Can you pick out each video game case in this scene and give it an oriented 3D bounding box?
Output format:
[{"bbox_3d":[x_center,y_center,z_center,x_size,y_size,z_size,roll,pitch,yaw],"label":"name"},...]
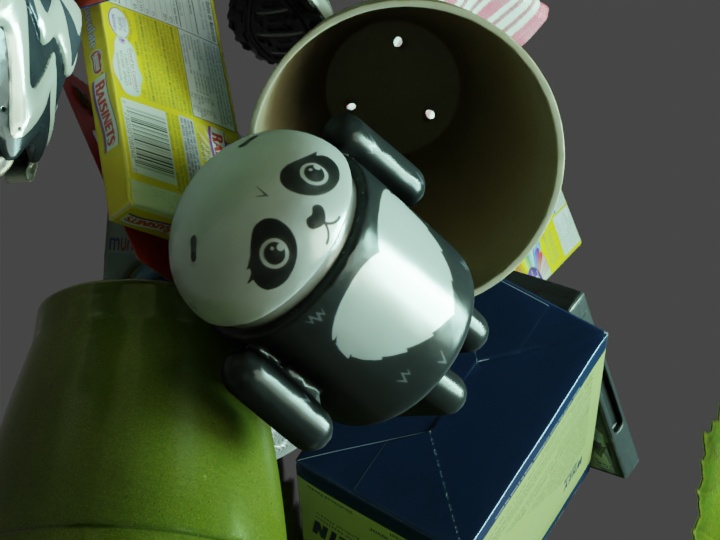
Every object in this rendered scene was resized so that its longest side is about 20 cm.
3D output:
[{"bbox_3d":[0.101,0.062,1.673,0.026,0.199,0.181,-49,136,-28],"label":"video game case"}]

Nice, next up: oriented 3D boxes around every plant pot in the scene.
[{"bbox_3d":[-0.129,0.115,1.280,0.200,0.199,0.194,38,49,-57],"label":"plant pot"},{"bbox_3d":[0.024,-0.095,1.404,0.200,0.186,0.189,-96,179,-72],"label":"plant pot"}]

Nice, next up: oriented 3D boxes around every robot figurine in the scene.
[{"bbox_3d":[-0.015,0.008,1.249,0.200,0.125,0.151,40,21,-34],"label":"robot figurine"}]

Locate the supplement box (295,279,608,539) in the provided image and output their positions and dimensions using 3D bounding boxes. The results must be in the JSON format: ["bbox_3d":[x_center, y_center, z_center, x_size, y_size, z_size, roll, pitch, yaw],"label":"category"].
[{"bbox_3d":[0.064,0.137,1.579,0.200,0.134,0.200,-53,160,-26],"label":"supplement box"}]

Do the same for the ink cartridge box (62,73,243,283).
[{"bbox_3d":[-0.093,-0.041,1.362,0.163,0.057,0.200,63,9,31],"label":"ink cartridge box"}]

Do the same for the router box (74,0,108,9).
[{"bbox_3d":[-0.109,-0.266,1.309,0.199,0.049,0.181,-28,104,-43],"label":"router box"}]

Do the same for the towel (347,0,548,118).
[{"bbox_3d":[0.056,-0.165,1.658,0.147,0.030,0.200,-54,152,10],"label":"towel"}]

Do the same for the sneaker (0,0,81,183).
[{"bbox_3d":[-0.216,-0.108,1.179,0.199,0.079,0.131,47,43,-66],"label":"sneaker"}]

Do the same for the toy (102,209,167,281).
[{"bbox_3d":[-0.118,0.058,1.417,0.115,0.047,0.202,3,92,-66],"label":"toy"}]

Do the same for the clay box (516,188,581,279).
[{"bbox_3d":[0.109,-0.038,1.786,0.200,0.047,0.116,-38,108,-60],"label":"clay box"}]

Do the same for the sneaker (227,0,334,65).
[{"bbox_3d":[-0.059,-0.212,1.475,0.201,0.073,0.080,64,35,-42],"label":"sneaker"}]

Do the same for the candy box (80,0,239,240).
[{"bbox_3d":[-0.117,-0.108,1.313,0.102,0.026,0.201,21,49,-46],"label":"candy box"}]

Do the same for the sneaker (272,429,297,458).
[{"bbox_3d":[-0.051,0.034,1.494,0.201,0.112,0.078,-54,132,-12],"label":"sneaker"}]
